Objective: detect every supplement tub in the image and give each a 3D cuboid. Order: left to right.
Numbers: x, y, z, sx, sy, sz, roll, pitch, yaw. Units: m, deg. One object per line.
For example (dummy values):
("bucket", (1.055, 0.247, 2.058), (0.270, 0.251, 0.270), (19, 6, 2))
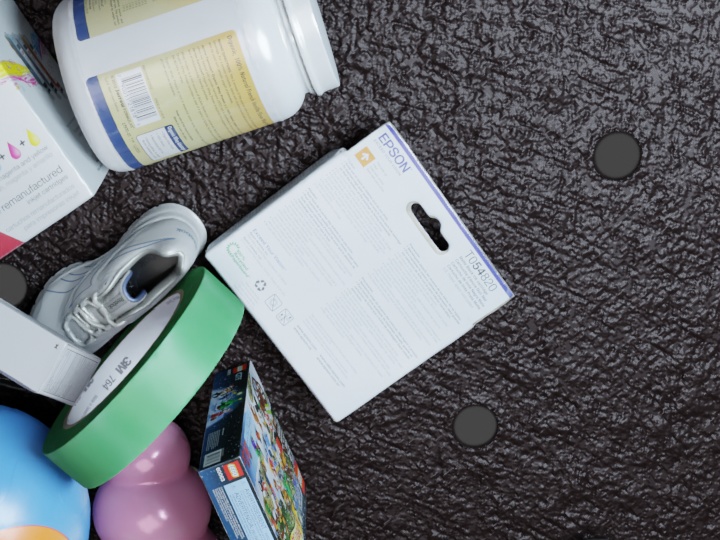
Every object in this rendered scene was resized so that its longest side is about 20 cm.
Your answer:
("supplement tub", (-0.127, -0.173, 1.103), (0.198, 0.145, 0.146), (-17, 108, 4))

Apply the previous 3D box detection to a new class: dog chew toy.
("dog chew toy", (-0.186, 0.225, 1.250), (0.123, 0.125, 0.203), (-5, 101, 0))

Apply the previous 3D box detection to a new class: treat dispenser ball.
("treat dispenser ball", (-0.332, 0.214, 1.195), (0.198, 0.201, 0.203), (-1, 108, -2))

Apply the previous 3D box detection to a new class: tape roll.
("tape roll", (-0.180, 0.087, 1.158), (0.048, 0.201, 0.200), (41, 103, -14))

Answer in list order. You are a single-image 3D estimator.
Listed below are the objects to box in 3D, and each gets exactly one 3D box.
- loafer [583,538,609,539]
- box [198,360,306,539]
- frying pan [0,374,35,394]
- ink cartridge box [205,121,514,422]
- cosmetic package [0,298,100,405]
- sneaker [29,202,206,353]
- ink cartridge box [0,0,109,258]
("loafer", (0.238, 0.349, 1.326), (0.072, 0.071, 0.202), (-14, 108, 3))
("box", (-0.088, 0.178, 1.191), (0.037, 0.200, 0.138), (-21, 108, 5))
("frying pan", (-0.383, 0.093, 1.246), (0.190, 0.031, 0.115), (39, 103, -10))
("ink cartridge box", (0.000, 0.000, 1.219), (0.199, 0.041, 0.200), (-34, 106, 9))
("cosmetic package", (-0.319, 0.040, 1.156), (0.199, 0.083, 0.051), (29, 82, 15))
("sneaker", (-0.219, 0.021, 1.195), (0.200, 0.087, 0.075), (-41, 107, 12))
("ink cartridge box", (-0.315, -0.122, 1.114), (0.144, 0.145, 0.201), (-32, 106, 9))
